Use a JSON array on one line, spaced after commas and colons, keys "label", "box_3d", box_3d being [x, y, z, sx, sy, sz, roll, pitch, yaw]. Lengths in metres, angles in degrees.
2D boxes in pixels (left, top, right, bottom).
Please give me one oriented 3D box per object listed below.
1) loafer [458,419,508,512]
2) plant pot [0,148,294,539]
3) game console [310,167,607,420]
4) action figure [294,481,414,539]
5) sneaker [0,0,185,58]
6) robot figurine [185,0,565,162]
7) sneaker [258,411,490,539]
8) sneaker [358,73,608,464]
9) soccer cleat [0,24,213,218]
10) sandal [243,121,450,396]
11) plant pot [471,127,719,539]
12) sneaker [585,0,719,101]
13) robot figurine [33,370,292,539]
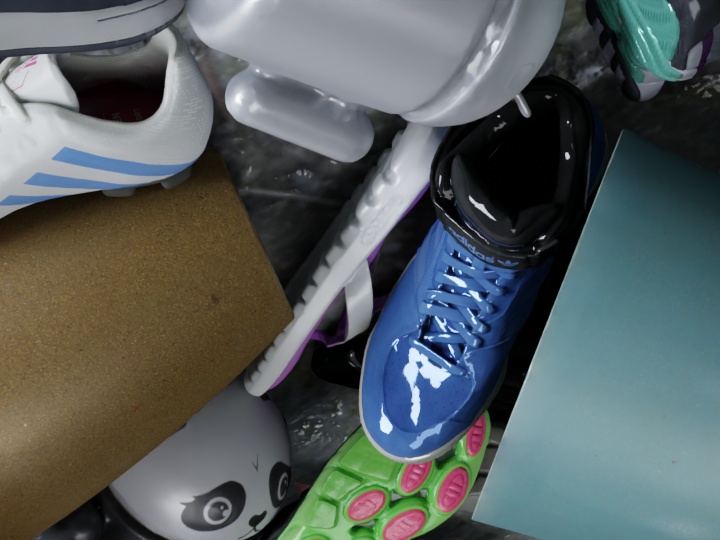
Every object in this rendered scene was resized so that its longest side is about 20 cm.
[{"label": "loafer", "box_3d": [0.119, 0.120, 1.050, 0.199, 0.070, 0.070, 10, 173, 25]}, {"label": "plant pot", "box_3d": [-0.140, 0.024, 0.891, 0.199, 0.187, 0.187, -25, 139, -4]}, {"label": "game console", "box_3d": [0.099, 0.018, 1.028, 0.199, 0.117, 0.176, 16, 164, -25]}, {"label": "action figure", "box_3d": [0.018, 0.189, 1.178, 0.200, 0.134, 0.149, 44, 162, -29]}, {"label": "sneaker", "box_3d": [-0.146, -0.160, 0.732, 0.077, 0.147, 0.202, 9, -164, 35]}, {"label": "robot figurine", "box_3d": [0.005, -0.130, 0.766, 0.199, 0.113, 0.170, 18, 109, -27]}, {"label": "sneaker", "box_3d": [-0.009, 0.134, 1.018, 0.077, 0.084, 0.200, 40, 102, -17]}, {"label": "sneaker", "box_3d": [0.052, -0.002, 0.866, 0.200, 0.077, 0.111, -58, 166, -1]}, {"label": "soccer cleat", "box_3d": [-0.163, -0.060, 0.803, 0.199, 0.070, 0.086, -19, 147, -13]}, {"label": "sandal", "box_3d": [-0.002, 0.005, 0.938, 0.050, 0.083, 0.203, 31, 128, -7]}, {"label": "plant pot", "box_3d": [0.163, 0.054, 0.862, 0.160, 0.201, 0.201, 21, 138, 6]}, {"label": "sneaker", "box_3d": [0.150, -0.127, 0.784, 0.087, 0.075, 0.200, -25, 180, 2]}, {"label": "robot figurine", "box_3d": [-0.119, 0.134, 1.039, 0.124, 0.151, 0.200, 25, 131, -17]}]
